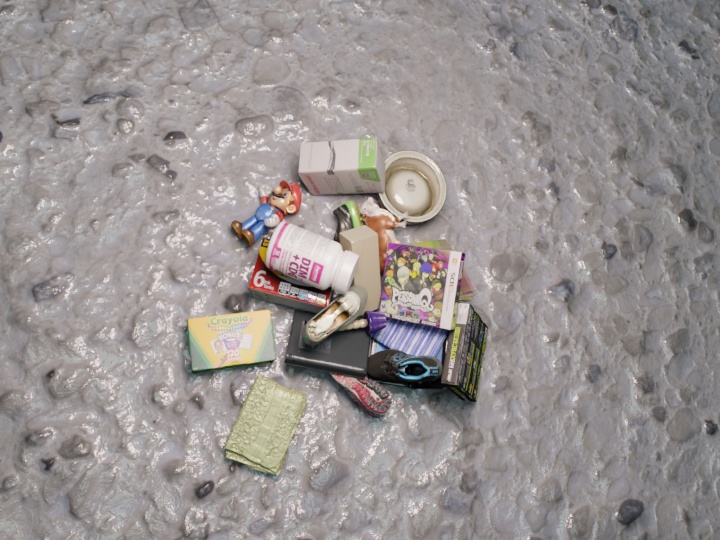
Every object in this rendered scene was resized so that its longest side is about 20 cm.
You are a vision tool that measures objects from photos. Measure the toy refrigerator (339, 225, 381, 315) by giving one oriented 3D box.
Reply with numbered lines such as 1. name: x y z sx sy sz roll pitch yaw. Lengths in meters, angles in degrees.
1. toy refrigerator: 0.000 0.000 1.496 0.075 0.070 0.204 -19 122 -24

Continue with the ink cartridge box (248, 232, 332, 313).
1. ink cartridge box: -0.153 -0.006 1.494 0.195 0.084 0.180 13 72 1

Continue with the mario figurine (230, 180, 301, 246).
1. mario figurine: -0.231 -0.160 1.520 0.124 0.106 0.200 45 68 4

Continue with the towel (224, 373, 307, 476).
1. towel: -0.219 0.358 1.422 0.146 0.037 0.204 23 72 -6

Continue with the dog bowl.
1. dog bowl: 0.129 -0.213 1.644 0.195 0.074 0.205 4 74 -12

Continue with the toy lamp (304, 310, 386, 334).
1. toy lamp: -0.033 0.132 1.459 0.195 0.058 0.060 -8 77 -18

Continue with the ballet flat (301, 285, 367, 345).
1. ballet flat: -0.050 0.100 1.403 0.199 0.064 0.068 -39 87 -23

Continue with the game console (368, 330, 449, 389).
1. game console: 0.126 0.183 1.518 0.115 0.174 0.205 21 69 -38

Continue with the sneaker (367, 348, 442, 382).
1. sneaker: 0.092 0.225 1.451 0.196 0.081 0.075 -4 84 26

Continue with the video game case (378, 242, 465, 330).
1. video game case: 0.145 0.035 1.475 0.196 0.036 0.186 10 91 28

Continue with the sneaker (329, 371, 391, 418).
1. sneaker: -0.014 0.278 1.480 0.080 0.075 0.200 -35 73 -30

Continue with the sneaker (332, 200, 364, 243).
1. sneaker: -0.024 -0.074 1.578 0.082 0.077 0.205 -13 84 18

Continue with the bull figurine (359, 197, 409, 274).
1. bull figurine: 0.068 -0.093 1.563 0.119 0.065 0.205 -7 104 21

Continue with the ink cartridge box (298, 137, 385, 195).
1. ink cartridge box: -0.044 -0.257 1.538 0.195 0.146 0.086 -1 73 11

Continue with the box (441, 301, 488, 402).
1. box: 0.261 0.204 1.512 0.046 0.193 0.205 4 70 25

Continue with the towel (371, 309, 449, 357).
1. towel: 0.116 0.134 1.515 0.198 0.024 0.147 29 84 25

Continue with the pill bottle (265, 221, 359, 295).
1. pill bottle: -0.108 -0.025 1.398 0.196 0.114 0.115 21 71 5

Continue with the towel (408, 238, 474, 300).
1. towel: 0.199 0.002 1.589 0.140 0.023 0.202 -8 50 -17

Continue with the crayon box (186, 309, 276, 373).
1. crayon box: -0.303 0.166 1.440 0.195 0.058 0.122 -6 77 -15

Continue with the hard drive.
1. hard drive: -0.074 0.175 1.473 0.195 0.033 0.142 11 50 -4
